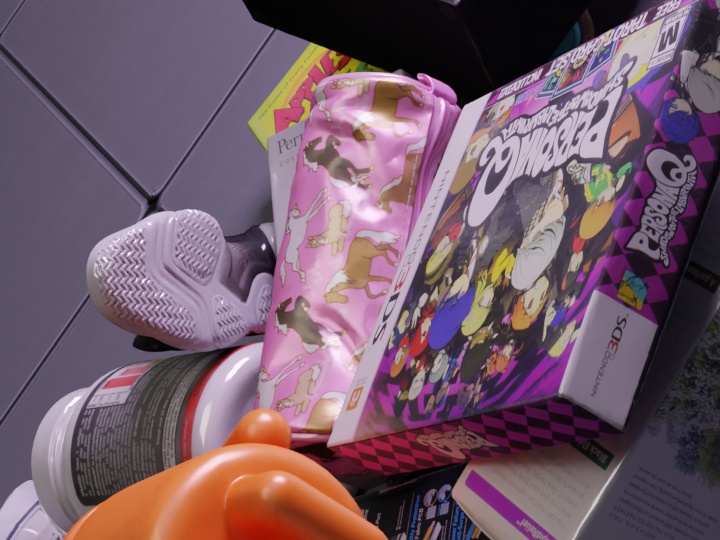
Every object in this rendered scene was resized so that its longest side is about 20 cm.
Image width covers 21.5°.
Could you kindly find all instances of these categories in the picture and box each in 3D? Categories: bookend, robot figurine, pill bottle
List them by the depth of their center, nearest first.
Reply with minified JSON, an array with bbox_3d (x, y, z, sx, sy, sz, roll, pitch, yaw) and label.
[{"bbox_3d":[-0.066,0.140,0.815,0.200,0.116,0.145,-28,72,54],"label":"robot figurine"},{"bbox_3d":[0.049,-0.215,1.074,0.198,0.092,0.201,25,69,37],"label":"bookend"},{"bbox_3d":[-0.100,0.107,1.092,0.199,0.115,0.117,-10,54,49],"label":"pill bottle"}]

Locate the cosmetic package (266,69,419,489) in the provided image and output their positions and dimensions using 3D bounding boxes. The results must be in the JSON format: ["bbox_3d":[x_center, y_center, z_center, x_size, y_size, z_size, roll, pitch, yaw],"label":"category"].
[{"bbox_3d":[0.013,0.005,1.024,0.101,0.074,0.202,-25,58,28],"label":"cosmetic package"}]

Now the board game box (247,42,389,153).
[{"bbox_3d":[0.002,-0.080,1.185,0.102,0.047,0.200,-51,32,10],"label":"board game box"}]

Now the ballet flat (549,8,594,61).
[{"bbox_3d":[0.070,-0.169,1.153,0.199,0.068,0.072,8,34,40],"label":"ballet flat"}]

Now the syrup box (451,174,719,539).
[{"bbox_3d":[0.130,0.036,0.765,0.201,0.078,0.081,-58,36,4],"label":"syrup box"}]

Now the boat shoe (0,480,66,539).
[{"bbox_3d":[-0.207,0.196,1.201,0.075,0.086,0.202,-57,3,7],"label":"boat shoe"}]

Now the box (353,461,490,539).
[{"bbox_3d":[0.043,0.188,0.890,0.158,0.046,0.202,-24,44,41],"label":"box"}]

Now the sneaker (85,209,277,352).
[{"bbox_3d":[-0.107,0.013,1.063,0.113,0.199,0.076,-12,84,33],"label":"sneaker"}]

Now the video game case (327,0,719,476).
[{"bbox_3d":[0.071,-0.010,0.779,0.200,0.036,0.183,-21,43,63],"label":"video game case"}]

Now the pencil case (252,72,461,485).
[{"bbox_3d":[0.000,0.000,0.935,0.083,0.086,0.202,88,-171,-70],"label":"pencil case"}]
